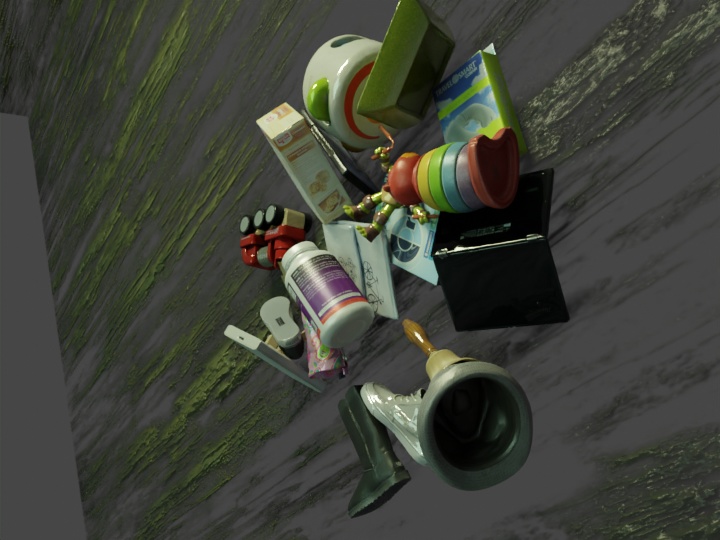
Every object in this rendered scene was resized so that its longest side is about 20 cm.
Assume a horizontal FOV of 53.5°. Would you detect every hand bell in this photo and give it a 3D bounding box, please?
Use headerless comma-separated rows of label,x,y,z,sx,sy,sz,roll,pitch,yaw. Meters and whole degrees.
hand bell,0.121,0.139,1.207,0.200,0.104,0.104,52,128,55

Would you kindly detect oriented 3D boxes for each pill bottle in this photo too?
pill bottle,-0.068,0.041,1.343,0.200,0.112,0.113,54,128,29

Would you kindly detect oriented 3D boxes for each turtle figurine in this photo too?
turtle figurine,0.050,-0.136,1.224,0.161,0.064,0.200,-39,73,16

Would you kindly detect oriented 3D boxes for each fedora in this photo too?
fedora,0.163,0.221,1.084,0.201,0.176,0.090,65,176,-18

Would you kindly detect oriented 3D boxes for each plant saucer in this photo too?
plant saucer,0.088,-0.328,1.166,0.048,0.200,0.201,28,103,20

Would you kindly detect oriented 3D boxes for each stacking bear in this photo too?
stacking bear,0.127,-0.143,1.087,0.199,0.121,0.114,0,106,42

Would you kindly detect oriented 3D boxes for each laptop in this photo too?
laptop,0.217,-0.028,1.092,0.187,0.116,0.201,-9,53,34

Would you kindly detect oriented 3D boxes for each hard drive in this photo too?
hard drive,-0.174,0.182,1.473,0.132,0.200,0.026,16,71,51

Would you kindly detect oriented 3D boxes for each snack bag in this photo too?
snack bag,0.000,0.000,1.344,0.200,0.021,0.189,11,114,55

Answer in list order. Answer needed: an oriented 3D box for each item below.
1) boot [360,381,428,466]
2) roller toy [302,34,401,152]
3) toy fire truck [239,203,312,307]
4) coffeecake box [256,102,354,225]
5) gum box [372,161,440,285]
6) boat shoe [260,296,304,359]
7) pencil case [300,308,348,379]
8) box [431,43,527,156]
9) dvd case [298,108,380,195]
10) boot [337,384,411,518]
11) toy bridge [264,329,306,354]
boot,0.086,0.239,1.247,0.200,0.073,0.096,43,115,34
roller toy,-0.003,-0.322,1.286,0.183,0.200,0.140,-53,43,1
toy fire truck,-0.180,-0.024,1.562,0.176,0.128,0.201,-13,68,51
coffeecake box,-0.107,-0.207,1.375,0.073,0.200,0.154,-33,30,-3
gum box,0.102,-0.086,1.250,0.200,0.044,0.171,28,110,48
boat shoe,-0.162,0.119,1.492,0.200,0.068,0.057,-125,15,-61
pencil case,-0.075,0.119,1.437,0.087,0.087,0.201,-28,67,47
box,0.186,-0.253,1.151,0.122,0.048,0.201,-31,66,46
dvd case,-0.034,-0.214,1.355,0.018,0.143,0.200,-42,53,13
boot,-0.001,0.338,1.343,0.165,0.066,0.200,-47,57,29
toy bridge,-0.156,0.153,1.549,0.200,0.027,0.067,-26,28,47
